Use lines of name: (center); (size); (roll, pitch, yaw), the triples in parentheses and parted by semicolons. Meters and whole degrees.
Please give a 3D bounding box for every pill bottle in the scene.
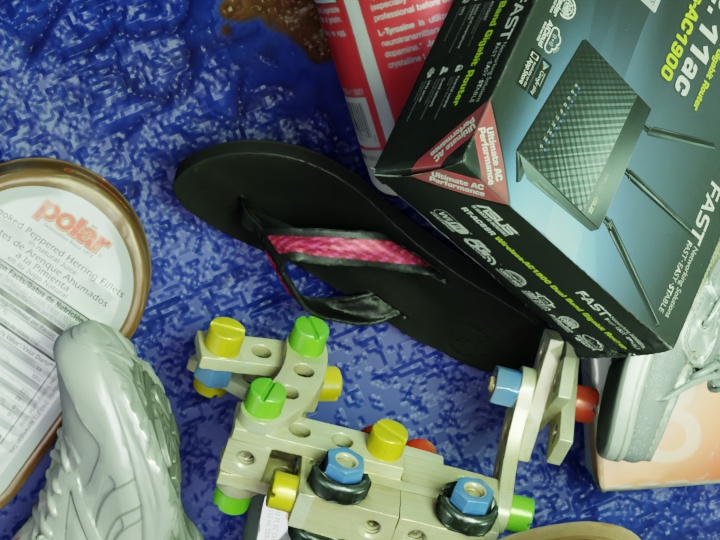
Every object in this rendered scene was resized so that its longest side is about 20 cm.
pill bottle: (0.031, -0.144, 1.385); (0.112, 0.112, 0.200); (-18, 101, -2)

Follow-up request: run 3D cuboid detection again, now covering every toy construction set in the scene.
toy construction set: (0.013, 0.080, 1.404); (0.200, 0.131, 0.092); (2, 124, 1)

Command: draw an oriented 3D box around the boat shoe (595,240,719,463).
boat shoe: (0.171, 0.004, 1.395); (0.065, 0.074, 0.202); (27, 75, 3)

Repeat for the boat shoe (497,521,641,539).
boat shoe: (0.036, 0.168, 1.339); (0.200, 0.070, 0.070); (-20, 122, 27)

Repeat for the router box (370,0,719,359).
router box: (0.109, -0.082, 1.332); (0.150, 0.062, 0.200); (40, 63, -32)

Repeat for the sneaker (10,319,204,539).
sneaker: (-0.130, 0.119, 1.419); (0.099, 0.078, 0.200); (-11, 115, 3)

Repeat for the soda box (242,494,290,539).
soda box: (-0.035, 0.202, 1.463); (0.068, 0.064, 0.200); (9, 99, -8)

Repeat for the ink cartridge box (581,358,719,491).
ink cartridge box: (0.188, 0.002, 1.443); (0.162, 0.050, 0.200); (-4, 102, -5)

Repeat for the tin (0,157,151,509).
tin: (-0.182, 0.038, 1.437); (0.112, 0.042, 0.200); (35, 95, -14)

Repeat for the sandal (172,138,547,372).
sandal: (0.000, 0.000, 1.425); (0.200, 0.075, 0.045); (30, 51, -11)
